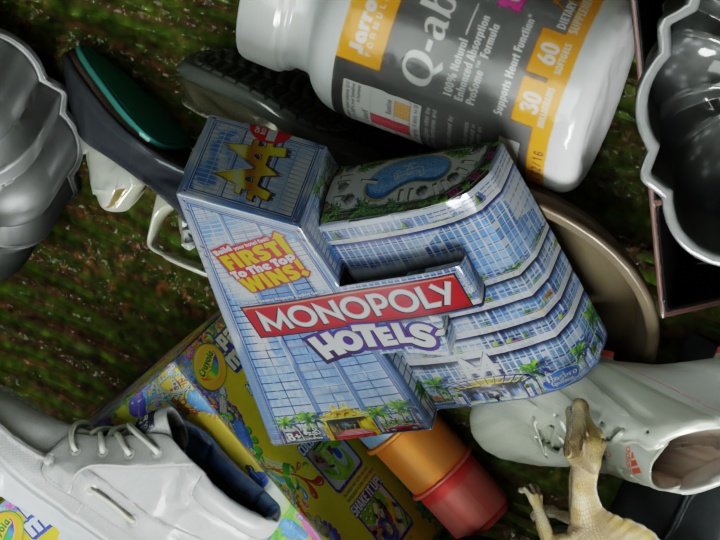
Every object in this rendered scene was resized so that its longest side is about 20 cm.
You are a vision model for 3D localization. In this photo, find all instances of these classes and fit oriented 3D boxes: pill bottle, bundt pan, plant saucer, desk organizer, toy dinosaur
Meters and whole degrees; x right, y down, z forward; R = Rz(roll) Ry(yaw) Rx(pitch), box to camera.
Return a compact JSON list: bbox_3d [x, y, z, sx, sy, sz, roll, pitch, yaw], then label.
[{"bbox_3d":[0.042,-0.126,1.323,0.199,0.116,0.117,20,116,11],"label":"pill bottle"},{"bbox_3d":[0.229,-0.090,1.208,0.201,0.076,0.203,-1,113,-2],"label":"bundt pan"},{"bbox_3d":[0.070,0.011,1.360,0.199,0.030,0.200,13,142,10],"label":"plant saucer"},{"bbox_3d":[0.190,-0.079,1.310,0.071,0.077,0.201,-1,111,20],"label":"desk organizer"},{"bbox_3d":[0.139,0.168,1.306,0.101,0.058,0.200,-23,103,53],"label":"toy dinosaur"},{"bbox_3d":[-0.267,-0.059,1.449,0.201,0.076,0.202,4,131,5],"label":"bundt pan"}]

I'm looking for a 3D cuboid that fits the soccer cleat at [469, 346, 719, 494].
[{"bbox_3d":[0.144,0.085,1.327,0.199,0.078,0.069,-7,134,29],"label":"soccer cleat"}]

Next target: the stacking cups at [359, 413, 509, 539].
[{"bbox_3d":[0.011,0.075,1.448,0.200,0.061,0.060,46,119,-3],"label":"stacking cups"}]

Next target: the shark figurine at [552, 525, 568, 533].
[{"bbox_3d":[0.173,0.261,1.445,0.128,0.089,0.216,-1,84,33],"label":"shark figurine"}]

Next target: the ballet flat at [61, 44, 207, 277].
[{"bbox_3d":[-0.113,-0.049,1.415,0.200,0.073,0.073,39,120,18],"label":"ballet flat"}]

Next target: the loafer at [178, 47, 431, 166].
[{"bbox_3d":[-0.023,-0.057,1.397,0.200,0.075,0.070,32,114,5],"label":"loafer"}]

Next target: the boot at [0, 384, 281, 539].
[{"bbox_3d":[-0.138,0.103,1.379,0.200,0.074,0.096,38,113,-6],"label":"boot"}]

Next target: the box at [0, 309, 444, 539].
[{"bbox_3d":[-0.095,0.157,1.484,0.200,0.122,0.193,-38,95,28],"label":"box"}]

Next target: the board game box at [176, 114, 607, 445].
[{"bbox_3d":[0.000,0.000,1.301,0.199,0.062,0.200,-8,134,29],"label":"board game box"}]

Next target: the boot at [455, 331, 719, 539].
[{"bbox_3d":[0.151,0.124,1.389,0.164,0.066,0.201,29,102,22],"label":"boot"}]
